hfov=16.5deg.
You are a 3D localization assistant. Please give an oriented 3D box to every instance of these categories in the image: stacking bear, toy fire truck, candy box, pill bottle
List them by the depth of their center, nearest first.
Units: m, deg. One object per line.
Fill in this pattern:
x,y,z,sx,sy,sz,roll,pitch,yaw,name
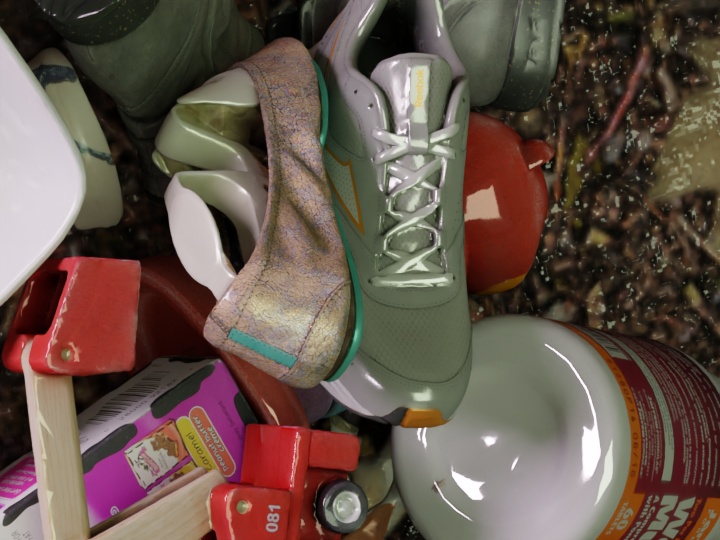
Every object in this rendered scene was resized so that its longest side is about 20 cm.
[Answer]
-0.070,0.102,0.939,0.140,0.049,0.202,9,84,-29,toy fire truck
-0.110,0.144,0.978,0.200,0.061,0.137,-36,106,-27,candy box
0.000,0.000,1.086,0.199,0.121,0.114,-32,94,-27,stacking bear
0.104,0.081,1.100,0.200,0.109,0.110,12,94,-60,pill bottle

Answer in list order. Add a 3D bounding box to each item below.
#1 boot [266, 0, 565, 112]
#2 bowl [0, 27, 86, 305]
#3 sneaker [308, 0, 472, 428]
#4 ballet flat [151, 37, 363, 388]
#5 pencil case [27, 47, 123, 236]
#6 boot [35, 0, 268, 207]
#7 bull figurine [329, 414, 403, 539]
0.029,-0.170,1.094,0.131,0.070,0.202,5,92,-20,boot
-0.222,-0.042,0.880,0.200,0.075,0.200,-40,121,-7,bowl
0.012,-0.036,0.991,0.075,0.092,0.201,2,57,-18,sneaker
-0.044,-0.035,0.959,0.067,0.200,0.068,14,121,-20,ballet flat
-0.189,-0.019,1.008,0.199,0.090,0.078,-26,73,-20,pencil case
-0.071,-0.136,1.052,0.131,0.067,0.201,63,40,-49,boot
-0.001,0.143,1.120,0.200,0.065,0.122,34,89,-39,bull figurine
